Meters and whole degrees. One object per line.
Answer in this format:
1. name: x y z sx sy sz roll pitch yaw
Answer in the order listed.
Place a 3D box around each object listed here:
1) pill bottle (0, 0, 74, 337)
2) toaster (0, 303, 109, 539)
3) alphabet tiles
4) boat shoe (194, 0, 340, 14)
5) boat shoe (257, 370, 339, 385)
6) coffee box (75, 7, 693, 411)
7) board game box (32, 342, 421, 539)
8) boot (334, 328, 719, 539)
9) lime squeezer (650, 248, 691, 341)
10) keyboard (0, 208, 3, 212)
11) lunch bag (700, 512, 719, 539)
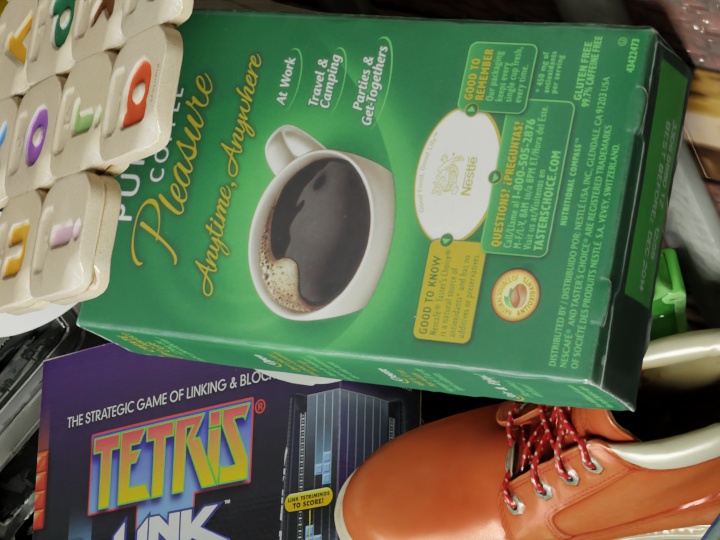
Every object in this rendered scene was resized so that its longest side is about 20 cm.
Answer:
1. pill bottle: -0.183 -0.071 1.102 0.111 0.111 0.200 13 142 43
2. toaster: -0.199 0.056 1.269 0.118 0.200 0.181 19 150 45
3. alphabet tiles: -0.090 -0.085 0.875 0.015 0.201 0.195 14 168 -23
4. boat shoe: -0.010 -0.055 0.966 0.199 0.072 0.060 20 167 27
5. boat shoe: 0.000 0.000 1.050 0.200 0.064 0.071 -4 129 50
6. coffee box: 0.006 -0.024 0.881 0.199 0.124 0.044 4 166 29
7. board game box: -0.063 0.106 1.150 0.199 0.166 0.057 -16 157 41
8. boot: 0.075 0.066 0.961 0.199 0.075 0.107 -12 154 15
9. lime squeezer: 0.092 0.019 0.955 0.200 0.071 0.038 21 -150 -46
10. keyboard: -0.092 -0.079 0.927 0.021 0.128 0.200 14 146 -20
11. lunch bag: 0.185 0.125 0.856 0.161 0.200 0.082 46 156 -22
